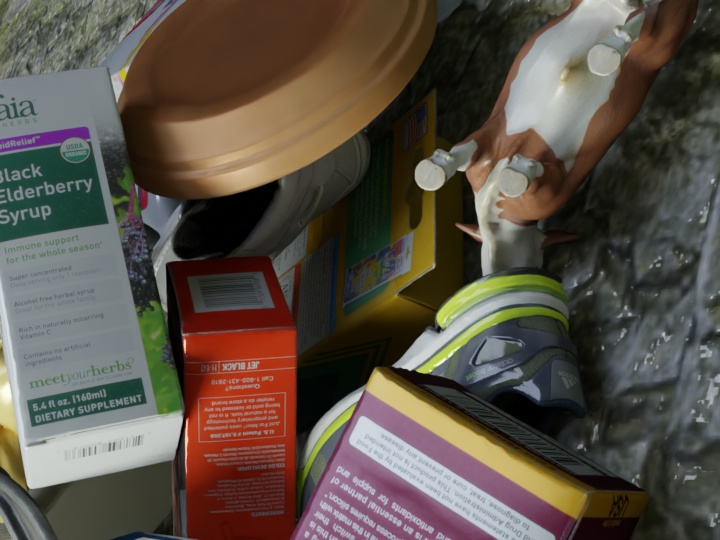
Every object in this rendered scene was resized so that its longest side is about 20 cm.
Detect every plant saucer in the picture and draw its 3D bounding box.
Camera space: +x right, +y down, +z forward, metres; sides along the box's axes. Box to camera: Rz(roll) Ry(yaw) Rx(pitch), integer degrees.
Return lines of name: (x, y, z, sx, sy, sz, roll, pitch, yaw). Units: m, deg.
plant saucer: (-0.055, -0.120, 0.794, 0.199, 0.038, 0.201, -20, 38, 16)

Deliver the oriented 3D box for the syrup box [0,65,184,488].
syrup box: (-0.150, 0.001, 0.737, 0.082, 0.078, 0.201, 114, 144, -64)

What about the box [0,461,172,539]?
box: (-0.170, 0.145, 0.913, 0.082, 0.069, 0.200, -18, 25, 45)

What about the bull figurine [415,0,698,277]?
bull figurine: (0.091, -0.071, 0.677, 0.065, 0.121, 0.201, 33, 106, 17)

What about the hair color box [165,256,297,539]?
hair color box: (-0.070, 0.104, 0.774, 0.102, 0.061, 0.201, -119, 27, -66)

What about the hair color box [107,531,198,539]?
hair color box: (-0.095, 0.239, 0.720, 0.100, 0.060, 0.201, -8, 94, 57)

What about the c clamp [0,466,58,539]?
c clamp: (-0.216, 0.181, 0.776, 0.200, 0.027, 0.171, -55, 50, 31)

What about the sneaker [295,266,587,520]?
sneaker: (0.035, 0.088, 0.706, 0.200, 0.074, 0.081, -51, 37, 31)

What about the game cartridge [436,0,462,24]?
game cartridge: (-0.030, -0.121, 0.887, 0.199, 0.042, 0.133, -33, 2, -2)

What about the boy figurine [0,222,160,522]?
boy figurine: (-0.189, 0.055, 0.853, 0.201, 0.064, 0.124, -68, 10, -18)

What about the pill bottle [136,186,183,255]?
pill bottle: (-0.137, -0.034, 1.032, 0.200, 0.119, 0.120, -15, 56, 54)

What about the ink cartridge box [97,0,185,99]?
ink cartridge box: (-0.122, -0.167, 1.101, 0.148, 0.086, 0.200, -53, 20, -27)

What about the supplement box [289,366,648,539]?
supplement box: (0.022, 0.156, 0.612, 0.110, 0.086, 0.201, 29, 96, 29)

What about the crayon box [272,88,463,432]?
crayon box: (0.000, 0.000, 0.848, 0.200, 0.051, 0.126, -37, 40, 43)

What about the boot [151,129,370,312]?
boot: (-0.085, -0.025, 0.840, 0.200, 0.095, 0.074, -41, 81, 36)
